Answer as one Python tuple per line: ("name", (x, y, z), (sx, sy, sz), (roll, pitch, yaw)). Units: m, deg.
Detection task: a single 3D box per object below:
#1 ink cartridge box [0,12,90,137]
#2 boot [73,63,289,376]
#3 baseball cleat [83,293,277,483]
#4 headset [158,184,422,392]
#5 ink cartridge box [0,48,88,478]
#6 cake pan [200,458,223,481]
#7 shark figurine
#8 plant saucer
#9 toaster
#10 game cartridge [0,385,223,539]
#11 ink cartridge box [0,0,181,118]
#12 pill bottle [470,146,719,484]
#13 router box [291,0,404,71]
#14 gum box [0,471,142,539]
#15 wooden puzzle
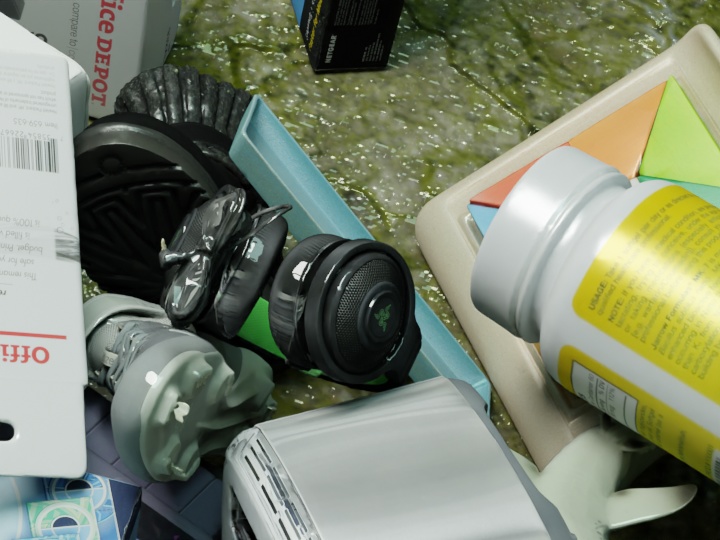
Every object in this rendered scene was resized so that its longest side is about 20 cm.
("ink cartridge box", (-0.234, -0.023, 1.316), (0.084, 0.146, 0.200), (34, 51, 20))
("boot", (-0.097, -0.053, 1.348), (0.079, 0.211, 0.158), (-16, 53, 11))
("baseball cleat", (-0.103, 0.052, 1.228), (0.106, 0.200, 0.070), (26, 89, 12))
("headset", (-0.043, 0.017, 1.207), (0.123, 0.200, 0.094), (21, 73, 17))
("ink cartridge box", (-0.191, 0.001, 1.196), (0.115, 0.067, 0.201), (6, 72, -33))
("cake pan", (-0.113, 0.159, 1.254), (0.199, 0.037, 0.201), (6, 48, -7))
("shark figurine", (0.124, 0.117, 1.308), (0.128, 0.090, 0.214), (35, 40, 25))
("plant saucer", (0.000, 0.000, 1.346), (0.200, 0.019, 0.070), (50, 16, -13))
("toaster", (0.016, 0.137, 1.184), (0.129, 0.114, 0.200), (-9, 34, -17))
("game cartridge", (-0.158, 0.138, 1.217), (0.129, 0.038, 0.200), (30, 50, 21))
("ink cartridge box", (-0.201, -0.178, 1.456), (0.199, 0.145, 0.084), (16, 49, 2))
("pill bottle", (0.159, 0.027, 1.270), (0.200, 0.115, 0.114), (32, 51, 23))
("router box", (-0.005, -0.237, 1.511), (0.051, 0.200, 0.149), (-3, 49, -17))
("gum box", (-0.214, 0.146, 1.150), (0.199, 0.045, 0.170), (14, 48, 2))
("wooden puzzle", (0.138, -0.014, 1.379), (0.200, 0.037, 0.185), (-35, 56, 11))
